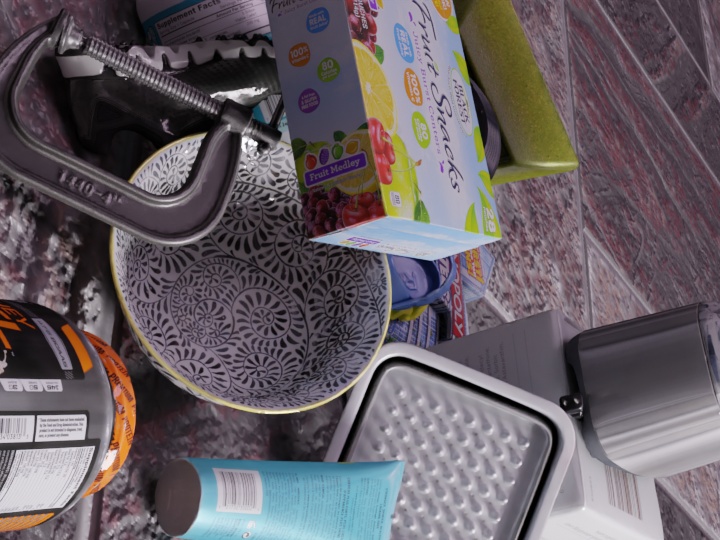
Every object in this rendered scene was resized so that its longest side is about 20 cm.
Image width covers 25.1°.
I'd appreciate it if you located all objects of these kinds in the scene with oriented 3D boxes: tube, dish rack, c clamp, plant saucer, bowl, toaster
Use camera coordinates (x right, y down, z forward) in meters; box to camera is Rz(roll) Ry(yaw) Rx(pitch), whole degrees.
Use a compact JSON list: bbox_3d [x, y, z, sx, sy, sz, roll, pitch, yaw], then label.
[{"bbox_3d":[-0.046,0.161,1.103,0.199,0.050,0.078,13,91,-42],"label":"tube"},{"bbox_3d":[0.052,0.168,1.194,0.044,0.170,0.201,130,-18,-88],"label":"dish rack"},{"bbox_3d":[-0.144,-0.105,1.052,0.199,0.027,0.172,21,69,-17],"label":"c clamp"},{"bbox_3d":[0.087,-0.163,1.526,0.048,0.199,0.201,-34,106,-35],"label":"plant saucer"},{"bbox_3d":[-0.087,0.015,1.098,0.199,0.094,0.202,11,63,-22],"label":"bowl"},{"bbox_3d":[0.246,0.089,1.247,0.200,0.128,0.115,24,52,-56],"label":"toaster"}]

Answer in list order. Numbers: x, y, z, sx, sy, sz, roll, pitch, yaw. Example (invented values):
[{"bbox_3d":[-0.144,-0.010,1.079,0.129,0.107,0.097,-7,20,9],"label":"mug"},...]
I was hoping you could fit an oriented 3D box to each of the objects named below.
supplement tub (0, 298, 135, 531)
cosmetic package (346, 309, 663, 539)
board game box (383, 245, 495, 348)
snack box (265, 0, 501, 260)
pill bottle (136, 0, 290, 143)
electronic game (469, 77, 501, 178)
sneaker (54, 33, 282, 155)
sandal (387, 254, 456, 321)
[{"bbox_3d":[-0.209,0.073,0.818,0.200,0.122,0.124,8,66,-63],"label":"supplement tub"},{"bbox_3d":[0.116,0.154,1.325,0.167,0.199,0.168,31,47,-54],"label":"cosmetic package"},{"bbox_3d":[0.060,0.006,1.473,0.200,0.061,0.202,35,43,-51],"label":"board game box"},{"bbox_3d":[0.015,-0.116,1.098,0.168,0.067,0.202,9,68,-59],"label":"snack box"},{"bbox_3d":[-0.099,-0.168,1.214,0.111,0.110,0.201,-31,101,-64],"label":"pill bottle"},{"bbox_3d":[0.028,-0.129,1.406,0.198,0.042,0.201,10,53,-13],"label":"electronic game"},{"bbox_3d":[-0.110,-0.117,1.122,0.066,0.198,0.091,-157,-116,-69],"label":"sneaker"},{"bbox_3d":[0.000,0.000,1.288,0.199,0.087,0.080,-6,79,-40],"label":"sandal"}]
